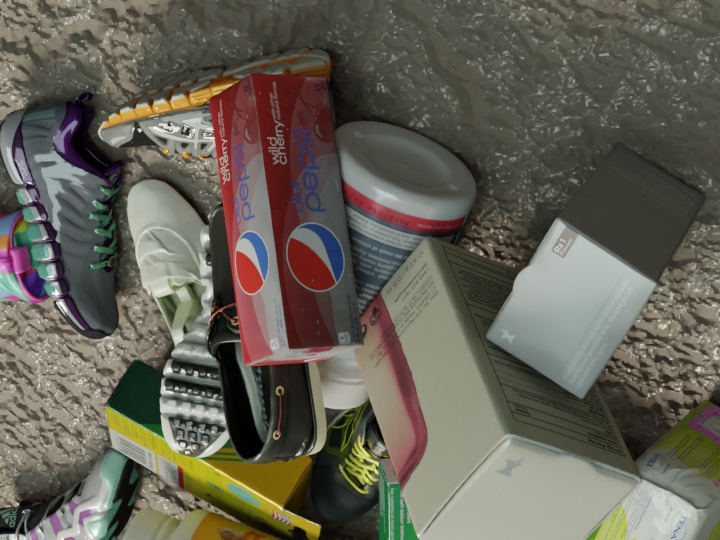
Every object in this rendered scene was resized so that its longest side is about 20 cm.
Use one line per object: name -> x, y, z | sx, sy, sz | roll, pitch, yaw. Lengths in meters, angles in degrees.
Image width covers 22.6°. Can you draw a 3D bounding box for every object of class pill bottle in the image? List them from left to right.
pill bottle -> -0.099, 0.264, 1.466 | 0.199, 0.109, 0.110 | 19, 116, 9
pill bottle -> 0.000, 0.000, 1.372 | 0.119, 0.120, 0.201 | 27, 117, 8

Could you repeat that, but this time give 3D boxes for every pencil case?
pencil case -> -0.352, -0.003, 1.515 | 0.199, 0.088, 0.089 | -8, 108, 20

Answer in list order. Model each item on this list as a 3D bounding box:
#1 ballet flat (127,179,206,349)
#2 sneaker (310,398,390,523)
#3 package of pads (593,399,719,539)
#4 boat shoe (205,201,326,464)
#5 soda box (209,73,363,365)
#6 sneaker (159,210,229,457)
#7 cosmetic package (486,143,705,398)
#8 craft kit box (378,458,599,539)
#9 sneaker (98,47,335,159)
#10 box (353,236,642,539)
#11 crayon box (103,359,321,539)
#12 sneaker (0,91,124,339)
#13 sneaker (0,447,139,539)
ballet flat -> -0.141, 0.024, 1.463 | 0.069, 0.069, 0.201 | -17, 104, 24
sneaker -> 0.012, 0.134, 1.441 | 0.074, 0.085, 0.201 | 36, 118, 4
package of pads -> 0.227, 0.188, 1.316 | 0.068, 0.200, 0.155 | 29, 113, 19
boat shoe -> -0.079, 0.043, 1.332 | 0.073, 0.063, 0.203 | -19, 81, 47
soda box -> -0.054, -0.036, 1.287 | 0.063, 0.070, 0.202 | -22, 73, 53
sneaker -> -0.103, 0.050, 1.416 | 0.075, 0.081, 0.202 | 15, 86, 8
cosmetic package -> 0.169, -0.004, 1.264 | 0.090, 0.200, 0.107 | 32, 118, 5
craft kit box -> 0.113, 0.238, 1.425 | 0.196, 0.049, 0.202 | -6, 112, -11
sneaker -> -0.111, -0.114, 1.392 | 0.199, 0.078, 0.078 | -8, 113, 21
box -> 0.089, 0.094, 1.262 | 0.127, 0.201, 0.109 | 21, 123, -32
crayon box -> -0.111, 0.158, 1.476 | 0.199, 0.051, 0.127 | 30, 159, 6
sneaker -> -0.223, -0.042, 1.464 | 0.087, 0.074, 0.201 | -16, 105, 18
sneaker -> -0.281, 0.220, 1.584 | 0.139, 0.078, 0.201 | 25, 117, 8
